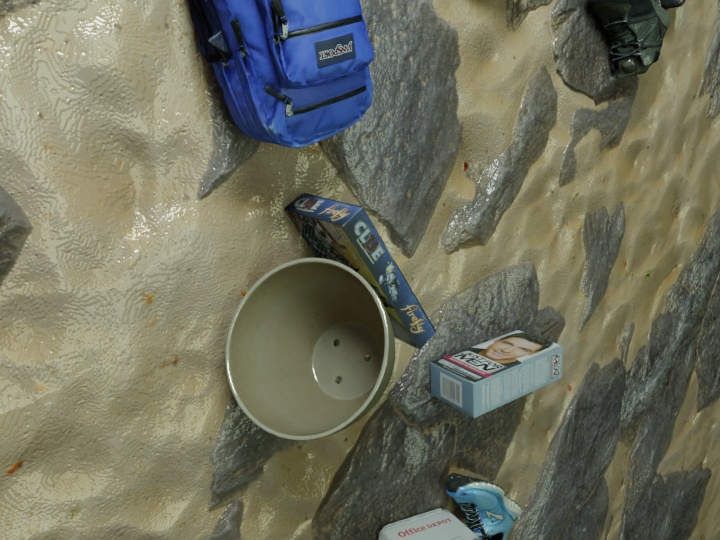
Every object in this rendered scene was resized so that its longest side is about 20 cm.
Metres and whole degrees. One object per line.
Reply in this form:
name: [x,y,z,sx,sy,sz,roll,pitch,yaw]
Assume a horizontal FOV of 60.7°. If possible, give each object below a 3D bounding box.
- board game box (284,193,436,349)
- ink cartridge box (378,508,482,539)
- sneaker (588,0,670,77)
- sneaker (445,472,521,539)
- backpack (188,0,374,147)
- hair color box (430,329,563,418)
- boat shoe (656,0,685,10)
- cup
board game box: [0.000,0.000,0.755,0.035,0.135,0.200,-44,123,-18]
ink cartridge box: [0.135,0.465,0.931,0.145,0.200,0.085,0,107,-35]
sneaker: [0.435,-0.389,1.002,0.199,0.076,0.115,9,90,-42]
sneaker: [0.205,0.407,1.030,0.200,0.078,0.090,44,59,-34]
backpack: [-0.073,-0.227,0.627,0.162,0.168,0.201,-23,118,-22]
hair color box: [0.217,0.158,0.974,0.199,0.099,0.061,-13,109,-33]
boat shoe: [0.554,-0.543,1.056,0.074,0.060,0.201,25,87,-36]
cup: [-0.040,0.100,0.738,0.201,0.199,0.143,-64,155,-5]
